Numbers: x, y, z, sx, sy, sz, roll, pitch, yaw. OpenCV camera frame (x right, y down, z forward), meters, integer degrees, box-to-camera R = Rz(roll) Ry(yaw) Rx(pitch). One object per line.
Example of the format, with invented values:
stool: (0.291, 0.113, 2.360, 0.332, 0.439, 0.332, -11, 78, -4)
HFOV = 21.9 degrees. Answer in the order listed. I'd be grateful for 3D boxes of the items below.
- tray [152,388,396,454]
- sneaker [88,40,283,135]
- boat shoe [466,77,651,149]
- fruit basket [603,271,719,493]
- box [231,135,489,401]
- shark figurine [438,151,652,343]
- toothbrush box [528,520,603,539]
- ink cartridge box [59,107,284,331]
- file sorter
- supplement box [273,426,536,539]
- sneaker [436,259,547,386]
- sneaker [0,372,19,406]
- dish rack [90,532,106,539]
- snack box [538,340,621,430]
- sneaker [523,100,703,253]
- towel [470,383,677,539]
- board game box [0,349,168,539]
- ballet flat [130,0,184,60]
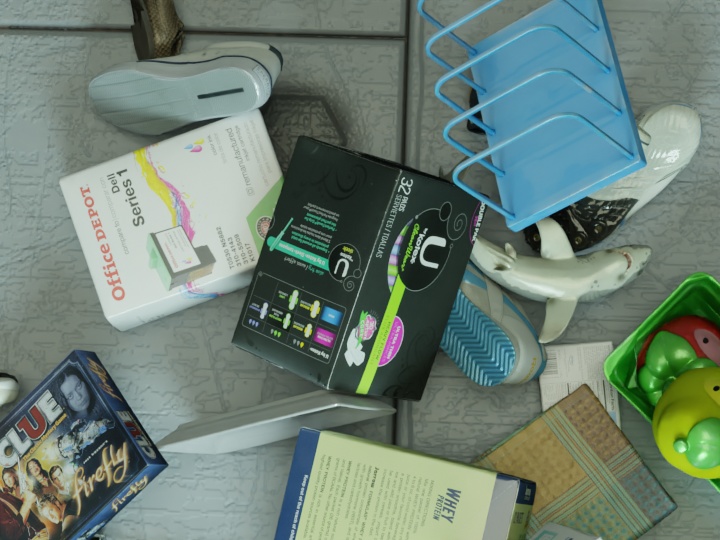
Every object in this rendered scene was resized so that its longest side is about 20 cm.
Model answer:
tray: (-0.078, 0.134, 1.660, 0.200, 0.107, 0.022, -16, 76, 27)
sneaker: (-0.160, -0.173, 1.744, 0.200, 0.071, 0.073, 0, 120, 29)
boat shoe: (0.179, -0.133, 1.717, 0.200, 0.075, 0.062, 19, 90, 37)
fruit basket: (0.319, 0.117, 1.642, 0.156, 0.216, 0.216, -44, 83, -4)
box: (0.000, 0.000, 1.658, 0.124, 0.149, 0.200, 22, 96, 36)
shark figurine: (0.144, -0.009, 1.718, 0.214, 0.090, 0.128, 28, 81, 8)
toothbrush box: (0.177, 0.333, 1.544, 0.146, 0.085, 0.200, -41, 109, -19)
ink cartridge box: (-0.163, -0.046, 1.737, 0.200, 0.084, 0.145, -20, 82, -1)
file sorter: (0.141, -0.165, 1.631, 0.139, 0.123, 0.200, -28, 56, 28)
supplement box: (0.033, 0.258, 1.644, 0.200, 0.134, 0.200, 12, 85, 13)
sneaker: (0.096, 0.029, 1.726, 0.077, 0.081, 0.200, -47, 60, 24)
sneaker: (-0.405, 0.152, 1.730, 0.200, 0.075, 0.081, -23, 95, 1)
dish rack: (-0.177, 0.327, 1.699, 0.200, 0.055, 0.154, 9, 83, 3)
snack box: (0.207, 0.168, 1.725, 0.072, 0.024, 0.200, -5, 82, 2)
sneaker: (0.240, -0.082, 1.745, 0.200, 0.072, 0.072, -39, 85, 11)
towel: (0.167, 0.217, 1.701, 0.200, 0.022, 0.147, -37, 77, 5)
board game box: (-0.282, 0.187, 1.683, 0.200, 0.035, 0.136, -44, 66, 16)
ballet flat: (-0.203, -0.293, 1.791, 0.046, 0.067, 0.200, -8, 82, -24)
